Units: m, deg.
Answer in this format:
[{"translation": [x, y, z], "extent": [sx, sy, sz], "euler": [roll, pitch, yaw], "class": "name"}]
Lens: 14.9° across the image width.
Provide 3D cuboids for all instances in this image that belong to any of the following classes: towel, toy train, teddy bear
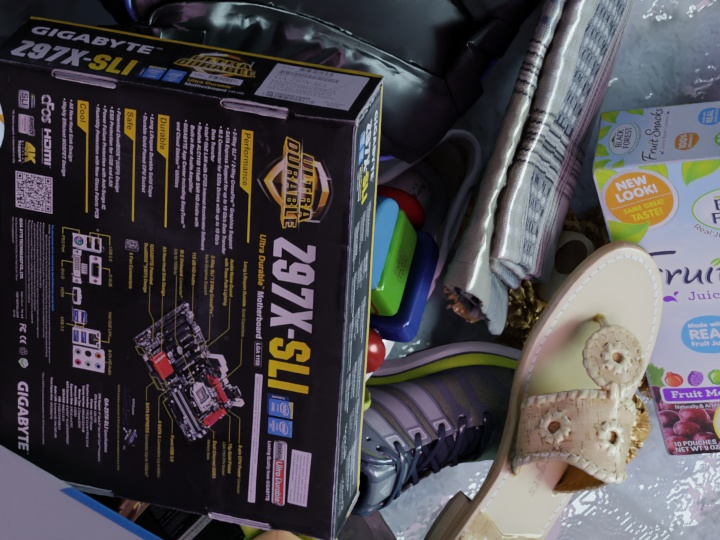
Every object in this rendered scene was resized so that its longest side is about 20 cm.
[{"translation": [0.092, -0.068, 1.301], "extent": [0.034, 0.193, 0.201], "euler": [20, 87, 7], "class": "towel"}, {"translation": [-0.074, -0.024, 1.236], "extent": [0.116, 0.199, 0.085], "euler": [58, 45, -60], "class": "toy train"}, {"translation": [0.122, 0.028, 1.462], "extent": [0.145, 0.067, 0.201], "euler": [-30, 128, -13], "class": "teddy bear"}]

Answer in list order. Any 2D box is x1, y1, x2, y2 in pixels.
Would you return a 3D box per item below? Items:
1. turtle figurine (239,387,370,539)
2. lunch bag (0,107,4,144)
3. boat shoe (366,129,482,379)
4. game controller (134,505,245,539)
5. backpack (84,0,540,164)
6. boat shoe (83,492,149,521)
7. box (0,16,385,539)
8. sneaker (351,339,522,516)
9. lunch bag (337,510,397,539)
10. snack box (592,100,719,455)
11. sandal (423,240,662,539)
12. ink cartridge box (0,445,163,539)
[{"translation": [-0.024, 0.131, 1.247], "extent": [0.064, 0.199, 0.162], "euler": [-32, 125, -63], "class": "turtle figurine"}, {"translation": [-0.236, -0.090, 1.110], "extent": [0.160, 0.200, 0.076], "euler": [-32, 141, -5], "class": "lunch bag"}, {"translation": [0.000, 0.000, 1.311], "extent": [0.071, 0.069, 0.200], "euler": [39, 51, -12], "class": "boat shoe"}, {"translation": [-0.094, 0.101, 1.352], "extent": [0.200, 0.104, 0.042], "euler": [-45, 164, 10], "class": "game controller"}, {"translation": [-0.018, -0.146, 1.225], "extent": [0.200, 0.154, 0.190], "euler": [-48, 124, 7], "class": "backpack"}, {"translation": [-0.138, 0.104, 1.307], "extent": [0.200, 0.072, 0.068], "euler": [-44, 165, 9], "class": "boat shoe"}, {"translation": [-0.075, 0.005, 1.151], "extent": [0.159, 0.049, 0.201], "euler": [9, 119, 12], "class": "box"}, {"translation": [0.019, 0.087, 1.398], "extent": [0.199, 0.081, 0.074], "euler": [-2, 132, -6], "class": "sneaker"}, {"translation": [-0.027, 0.220, 1.455], "extent": [0.164, 0.118, 0.201], "euler": [-34, 115, -8], "class": "lunch bag"}, {"translation": [0.206, 0.004, 1.391], "extent": [0.141, 0.053, 0.201], "euler": [-5, 130, 16], "class": "snack box"}, {"translation": [0.104, 0.094, 1.358], "extent": [0.077, 0.070, 0.212], "euler": [17, 110, -36], "class": "sandal"}, {"translation": [-0.143, 0.181, 1.208], "extent": [0.084, 0.144, 0.201], "euler": [-48, 155, -34], "class": "ink cartridge box"}]
